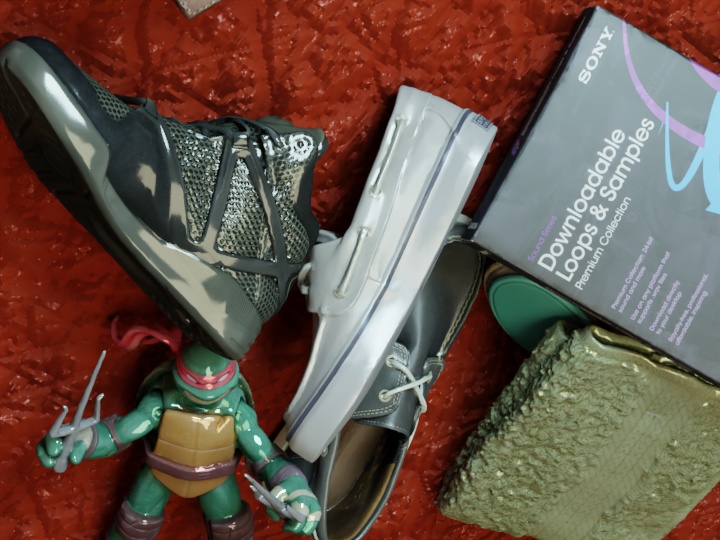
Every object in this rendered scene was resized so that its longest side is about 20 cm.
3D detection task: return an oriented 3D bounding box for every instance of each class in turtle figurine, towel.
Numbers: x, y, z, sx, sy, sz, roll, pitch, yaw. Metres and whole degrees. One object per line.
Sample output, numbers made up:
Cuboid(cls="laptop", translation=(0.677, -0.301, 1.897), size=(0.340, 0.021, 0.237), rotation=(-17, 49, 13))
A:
Cuboid(cls="turtle figurine", translation=(-0.089, 0.102, 1.306), size=(0.149, 0.101, 0.201), rotation=(14, 136, 5))
Cuboid(cls="towel", translation=(0.138, 0.103, 1.401), size=(0.147, 0.037, 0.200), rotation=(17, 140, -15))

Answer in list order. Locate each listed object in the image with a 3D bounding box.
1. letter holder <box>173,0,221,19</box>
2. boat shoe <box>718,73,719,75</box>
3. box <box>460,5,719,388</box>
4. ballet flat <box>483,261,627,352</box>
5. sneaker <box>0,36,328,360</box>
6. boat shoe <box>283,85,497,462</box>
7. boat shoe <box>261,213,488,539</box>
Cuboid(cls="letter holder", translation=(-0.035, -0.235, 1.103), size=(0.199, 0.101, 0.143), rotation=(-31, 129, -4))
Cuboid(cls="boat shoe", translation=(0.215, -0.085, 1.363), size=(0.071, 0.072, 0.201), rotation=(20, 123, -3))
Cuboid(cls="box", translation=(0.172, -0.030, 1.305), size=(0.199, 0.036, 0.144), rotation=(29, 87, -6))
Cuboid(cls="ballet flat", translation=(0.129, 0.032, 1.400), size=(0.200, 0.070, 0.066), rotation=(52, 51, -46))
Cuboid(cls="sneaker", translation=(-0.093, -0.060, 1.217), size=(0.114, 0.076, 0.200), rotation=(-50, 116, -16))
Cuboid(cls="boat shoe", translation=(0.000, 0.000, 1.287), size=(0.065, 0.072, 0.201), rotation=(27, 98, 4))
Cuboid(cls="boat shoe", translation=(0.019, 0.063, 1.358), size=(0.071, 0.068, 0.201), rotation=(19, 108, -34))
